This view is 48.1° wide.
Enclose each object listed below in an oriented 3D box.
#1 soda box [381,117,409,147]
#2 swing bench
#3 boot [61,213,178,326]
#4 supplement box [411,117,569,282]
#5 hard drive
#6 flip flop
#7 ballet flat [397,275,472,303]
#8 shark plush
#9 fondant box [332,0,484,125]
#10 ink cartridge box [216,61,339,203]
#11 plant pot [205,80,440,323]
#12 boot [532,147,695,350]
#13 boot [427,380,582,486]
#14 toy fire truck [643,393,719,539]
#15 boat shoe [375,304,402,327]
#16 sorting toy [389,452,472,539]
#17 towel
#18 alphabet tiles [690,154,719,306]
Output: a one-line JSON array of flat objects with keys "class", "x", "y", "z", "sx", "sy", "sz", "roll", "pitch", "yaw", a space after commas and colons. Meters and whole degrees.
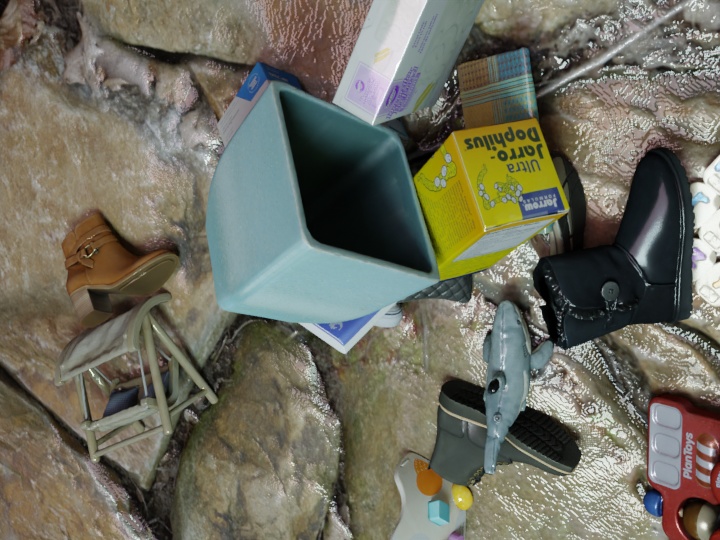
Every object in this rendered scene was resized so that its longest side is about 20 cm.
[{"class": "soda box", "x": -0.025, "y": -0.124, "z": 1.044, "sx": 0.068, "sy": 0.064, "sz": 0.201, "roll": 22, "pitch": 123, "yaw": -30}, {"class": "swing bench", "x": -0.369, "y": 0.169, "z": 1.286, "sx": 0.197, "sy": 0.129, "sz": 0.203, "roll": -24, "pitch": 93, "yaw": 31}, {"class": "boot", "x": -0.386, "y": -0.023, "z": 1.273, "sx": 0.199, "sy": 0.076, "sz": 0.157, "roll": -33, "pitch": 64, "yaw": 19}, {"class": "supplement box", "x": 0.124, "y": -0.070, "z": 0.906, "sx": 0.200, "sy": 0.107, "sz": 0.111, "roll": 135, "pitch": 120, "yaw": -64}, {"class": "hard drive", "x": 0.000, "y": 0.000, "z": 1.002, "sx": 0.131, "sy": 0.200, "sz": 0.026, "roll": 30, "pitch": 150, "yaw": 33}, {"class": "flip flop", "x": 0.232, "y": -0.036, "z": 0.957, "sx": 0.057, "sy": 0.081, "sz": 0.203, "roll": 2, "pitch": 112, "yaw": 41}, {"class": "ballet flat", "x": 0.050, "y": 0.039, "z": 1.027, "sx": 0.197, "sy": 0.066, "sz": 0.058, "roll": -16, "pitch": 97, "yaw": -3}, {"class": "shark plush", "x": 0.165, "y": 0.142, "z": 0.993, "sx": 0.090, "sy": 0.083, "sz": 0.203, "roll": 18, "pitch": 79, "yaw": 27}, {"class": "fondant box", "x": 0.059, "y": -0.250, "z": 0.901, "sx": 0.058, "sy": 0.200, "sz": 0.146, "roll": 33, "pitch": 118, "yaw": 14}, {"class": "ink cartridge box", "x": -0.108, "y": -0.155, "z": 1.038, "sx": 0.116, "sy": 0.067, "sz": 0.202, "roll": -48, "pitch": 49, "yaw": 30}, {"class": "plant pot", "x": -0.066, "y": -0.043, "z": 0.880, "sx": 0.199, "sy": 0.194, "sz": 0.199, "roll": -35, "pitch": 57, "yaw": 35}, {"class": "boot", "x": 0.274, "y": -0.022, "z": 0.884, "sx": 0.165, "sy": 0.076, "sz": 0.204, "roll": -10, "pitch": 103, "yaw": -10}, {"class": "boot", "x": 0.184, "y": 0.248, "z": 1.068, "sx": 0.198, "sy": 0.077, "sz": 0.141, "roll": 28, "pitch": 121, "yaw": 32}, {"class": "toy fire truck", "x": 0.412, "y": 0.257, "z": 0.941, "sx": 0.167, "sy": 0.111, "sz": 0.204, "roll": 13, "pitch": 112, "yaw": 49}, {"class": "boat shoe", "x": -0.026, "y": 0.007, "z": 1.094, "sx": 0.198, "sy": 0.073, "sz": 0.068, "roll": 26, "pitch": 118, "yaw": 19}, {"class": "sorting toy", "x": 0.076, "y": 0.387, "z": 1.095, "sx": 0.105, "sy": 0.180, "sz": 0.204, "roll": 7, "pitch": 109, "yaw": 25}, {"class": "towel", "x": 0.166, "y": -0.146, "z": 0.934, "sx": 0.146, "sy": 0.021, "sz": 0.204, "roll": -166, "pitch": 65, "yaw": -66}, {"class": "alphabet tiles", "x": 0.444, "y": -0.036, "z": 0.876, "sx": 0.200, "sy": 0.015, "sz": 0.196, "roll": 43, "pitch": 122, "yaw": 10}]
